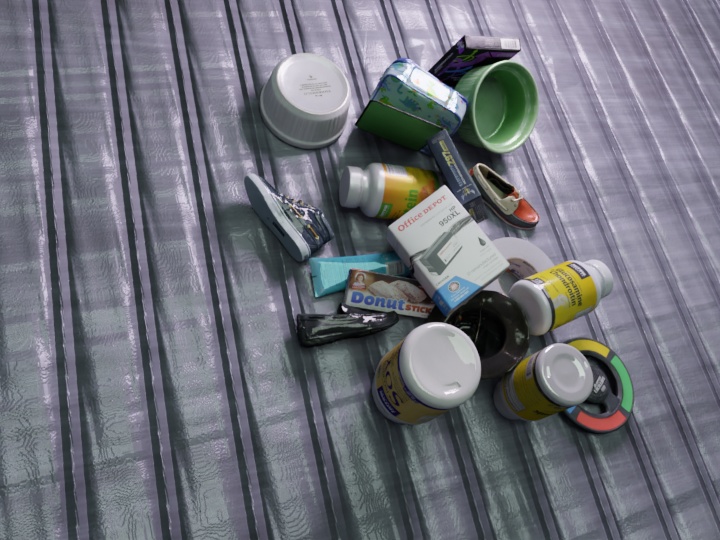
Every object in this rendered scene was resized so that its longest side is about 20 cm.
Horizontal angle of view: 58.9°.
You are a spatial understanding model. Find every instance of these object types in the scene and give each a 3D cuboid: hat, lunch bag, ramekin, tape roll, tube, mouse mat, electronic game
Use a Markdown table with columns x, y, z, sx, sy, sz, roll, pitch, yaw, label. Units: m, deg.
| x | y | z | sx | sy | sz | roll | pitch | yaw | label |
| --- | --- | --- | --- | --- | --- | --- | --- | --- | --- |
| 0.226 | 0.134 | 1.247 | 0.199 | 0.081 | 0.202 | -4 | 62 | 7 | hat |
| 0.119 | -0.354 | 1.396 | 0.199 | 0.161 | 0.083 | 29 | 56 | -6 | lunch bag |
| -0.111 | -0.371 | 1.361 | 0.201 | 0.094 | 0.204 | 7 | 64 | -15 | ramekin |
| 0.320 | 0.034 | 1.340 | 0.199 | 0.066 | 0.202 | 7 | 64 | -15 | tape roll |
| 0.301 | -0.372 | 1.452 | 0.199 | 0.098 | 0.202 | -9 | 108 | -29 | ramekin |
| 0.000 | 0.000 | 1.260 | 0.198 | 0.050 | 0.078 | -8 | 74 | -18 | tube |
| 0.076 | -0.301 | 1.340 | 0.160 | 0.200 | 0.008 | 20 | 83 | -9 | mouse mat |
| 0.477 | 0.235 | 1.315 | 0.198 | 0.042 | 0.201 | 8 | 64 | -16 | electronic game |

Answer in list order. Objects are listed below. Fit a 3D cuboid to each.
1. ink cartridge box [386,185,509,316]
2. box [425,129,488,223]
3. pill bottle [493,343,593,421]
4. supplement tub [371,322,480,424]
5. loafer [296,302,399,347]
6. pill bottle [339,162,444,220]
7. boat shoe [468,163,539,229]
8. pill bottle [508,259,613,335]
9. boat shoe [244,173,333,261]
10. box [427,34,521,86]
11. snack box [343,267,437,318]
| x | y | z | sx | sy | sz | roll | pitch | yaw | label |
| --- | --- | --- | --- | --- | --- | --- | --- | --- | --- |
| 0.163 | -0.037 | 1.221 | 0.144 | 0.084 | 0.200 | -36 | 79 | -7 | ink cartridge box |
| 0.205 | -0.186 | 1.331 | 0.051 | 0.200 | 0.159 | -29 | 76 | 10 | box |
| 0.328 | 0.216 | 1.182 | 0.110 | 0.200 | 0.112 | 7 | 65 | -15 | pill bottle |
| 0.108 | 0.188 | 1.120 | 0.144 | 0.200 | 0.146 | 7 | 64 | -15 | supplement tub |
| -0.023 | 0.093 | 1.194 | 0.199 | 0.068 | 0.071 | -9 | 80 | -18 | loafer |
| 0.062 | -0.162 | 1.314 | 0.198 | 0.111 | 0.112 | 5 | 65 | -16 | pill bottle |
| 0.325 | -0.166 | 1.435 | 0.199 | 0.063 | 0.071 | 36 | 58 | -2 | boat shoe |
| 0.400 | 0.045 | 1.260 | 0.199 | 0.112 | 0.113 | -20 | 74 | -25 | pill bottle |
| -0.141 | -0.118 | 1.255 | 0.091 | 0.071 | 0.201 | -35 | 88 | -30 | boat shoe |
| 0.256 | -0.481 | 1.477 | 0.142 | 0.200 | 0.036 | -5 | 85 | -20 | box |
| 0.068 | 0.047 | 1.251 | 0.199 | 0.024 | 0.072 | 10 | 94 | -17 | snack box |
